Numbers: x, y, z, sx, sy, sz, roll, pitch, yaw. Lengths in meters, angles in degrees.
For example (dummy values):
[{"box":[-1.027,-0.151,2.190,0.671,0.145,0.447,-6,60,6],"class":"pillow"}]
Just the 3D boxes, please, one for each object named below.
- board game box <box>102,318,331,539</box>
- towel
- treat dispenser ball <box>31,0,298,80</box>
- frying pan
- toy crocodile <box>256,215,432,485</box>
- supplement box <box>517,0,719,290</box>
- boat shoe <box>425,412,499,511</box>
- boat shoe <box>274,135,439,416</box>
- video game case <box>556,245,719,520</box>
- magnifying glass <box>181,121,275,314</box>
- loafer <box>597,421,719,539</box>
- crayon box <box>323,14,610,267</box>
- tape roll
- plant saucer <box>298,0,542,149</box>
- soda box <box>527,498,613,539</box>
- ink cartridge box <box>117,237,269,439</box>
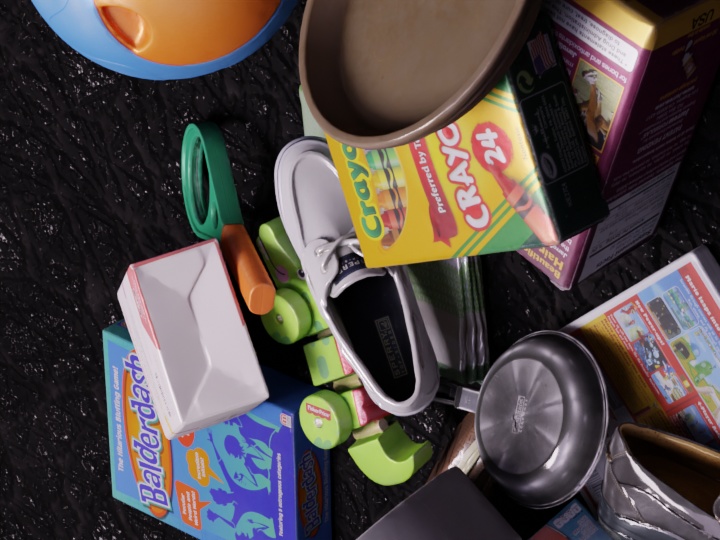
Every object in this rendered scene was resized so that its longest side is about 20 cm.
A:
[{"box":[-0.109,0.134,1.987,0.199,0.045,0.153,21,124,36],"class":"board game box"},{"box":[0.019,-0.022,1.790,0.149,0.031,0.201,12,119,39],"class":"towel"},{"box":[-0.126,-0.224,1.694,0.200,0.200,0.202,22,125,35],"class":"treat dispenser ball"},{"box":[0.093,0.076,1.715,0.190,0.031,0.115,44,115,42],"class":"frying pan"},{"box":[-0.014,0.053,1.791,0.062,0.067,0.201,-23,88,47],"class":"toy crocodile"},{"box":[0.132,-0.113,1.576,0.131,0.103,0.201,38,133,24],"class":"supplement box"},{"box":[0.074,0.175,1.825,0.074,0.075,0.203,27,131,-1],"class":"boat shoe"},{"box":[0.000,0.000,1.733,0.201,0.073,0.065,62,-177,5],"class":"boat shoe"},{"box":[0.191,0.084,1.688,0.200,0.017,0.144,-34,86,49],"class":"video game case"},{"box":[-0.093,-0.035,1.825,0.200,0.022,0.080,-116,28,-53],"class":"magnifying glass"},{"box":[0.238,0.149,1.619,0.199,0.073,0.073,12,130,24],"class":"loafer"},{"box":[0.045,-0.072,1.570,0.199,0.051,0.128,-8,104,48],"class":"crayon box"},{"box":[0.010,0.216,1.698,0.066,0.200,0.200,47,136,10],"class":"tape roll"},{"box":[0.040,-0.160,1.506,0.200,0.029,0.201,-27,51,40],"class":"plant saucer"},{"box":[0.091,0.244,1.732,0.064,0.200,0.068,45,166,18],"class":"soda box"},{"box":[-0.121,0.052,1.850,0.200,0.067,0.117,142,110,-79],"class":"ink cartridge box"}]
